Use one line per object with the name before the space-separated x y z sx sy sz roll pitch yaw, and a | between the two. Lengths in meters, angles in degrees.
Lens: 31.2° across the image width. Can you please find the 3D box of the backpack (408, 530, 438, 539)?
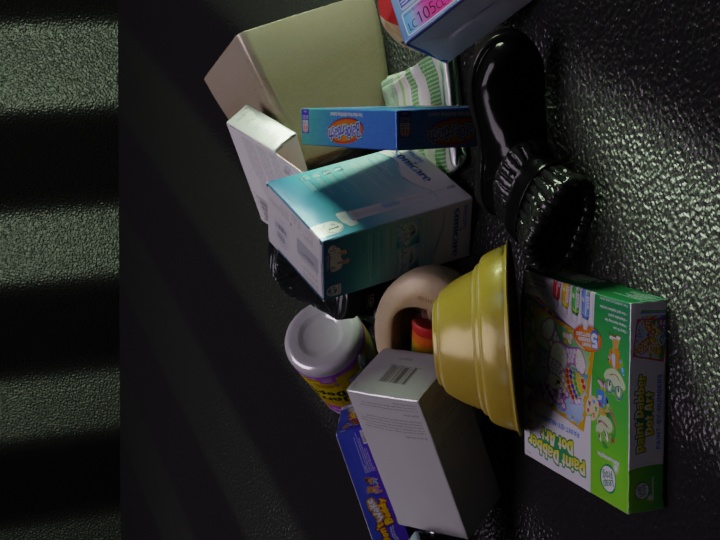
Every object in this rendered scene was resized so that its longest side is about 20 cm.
backpack | 0.103 0.390 1.433 0.151 0.177 0.200 -48 26 5

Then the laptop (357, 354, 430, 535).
laptop | 0.044 0.227 1.638 0.103 0.200 0.178 -33 55 26

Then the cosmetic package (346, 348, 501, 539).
cosmetic package | 0.073 0.196 1.453 0.107 0.085 0.201 5 127 38

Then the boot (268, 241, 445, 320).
boot | 0.000 0.000 1.589 0.200 0.168 0.077 32 120 48

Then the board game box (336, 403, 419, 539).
board game box | 0.026 0.271 1.597 0.134 0.045 0.201 -74 -35 -82

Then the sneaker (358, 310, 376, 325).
sneaker | 0.017 0.020 1.688 0.200 0.090 0.079 -138 47 -61

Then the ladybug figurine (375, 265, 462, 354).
ladybug figurine | 0.087 0.073 1.480 0.072 0.135 0.201 -52 -26 -46

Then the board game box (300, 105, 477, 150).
board game box | 0.047 -0.160 1.435 0.200 0.152 0.045 13 107 58

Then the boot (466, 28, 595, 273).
boot | 0.169 -0.119 1.268 0.158 0.079 0.212 -120 21 -61

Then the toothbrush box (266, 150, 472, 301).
toothbrush box | 0.010 -0.060 1.505 0.146 0.199 0.086 45 145 45

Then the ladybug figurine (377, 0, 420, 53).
ladybug figurine | 0.065 -0.350 1.500 0.136 0.072 0.201 -128 38 -55

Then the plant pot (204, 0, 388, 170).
plant pot | -0.068 -0.232 1.728 0.178 0.199 0.200 68 158 2

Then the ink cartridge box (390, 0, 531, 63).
ink cartridge box | 0.090 -0.341 1.358 0.136 0.076 0.201 -33 57 31

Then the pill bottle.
pill bottle | -0.020 0.127 1.703 0.200 0.104 0.105 56 -169 -55

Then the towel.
towel | 0.075 -0.182 1.582 0.200 0.023 0.153 167 96 -69

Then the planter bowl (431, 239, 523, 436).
planter bowl | 0.119 0.071 1.322 0.200 0.083 0.201 -4 -90 -81

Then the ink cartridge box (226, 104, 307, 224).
ink cartridge box | -0.080 -0.099 1.667 0.176 0.045 0.200 34 157 31

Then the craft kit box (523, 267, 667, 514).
craft kit box | 0.222 0.108 1.245 0.200 0.048 0.199 -159 63 -67
